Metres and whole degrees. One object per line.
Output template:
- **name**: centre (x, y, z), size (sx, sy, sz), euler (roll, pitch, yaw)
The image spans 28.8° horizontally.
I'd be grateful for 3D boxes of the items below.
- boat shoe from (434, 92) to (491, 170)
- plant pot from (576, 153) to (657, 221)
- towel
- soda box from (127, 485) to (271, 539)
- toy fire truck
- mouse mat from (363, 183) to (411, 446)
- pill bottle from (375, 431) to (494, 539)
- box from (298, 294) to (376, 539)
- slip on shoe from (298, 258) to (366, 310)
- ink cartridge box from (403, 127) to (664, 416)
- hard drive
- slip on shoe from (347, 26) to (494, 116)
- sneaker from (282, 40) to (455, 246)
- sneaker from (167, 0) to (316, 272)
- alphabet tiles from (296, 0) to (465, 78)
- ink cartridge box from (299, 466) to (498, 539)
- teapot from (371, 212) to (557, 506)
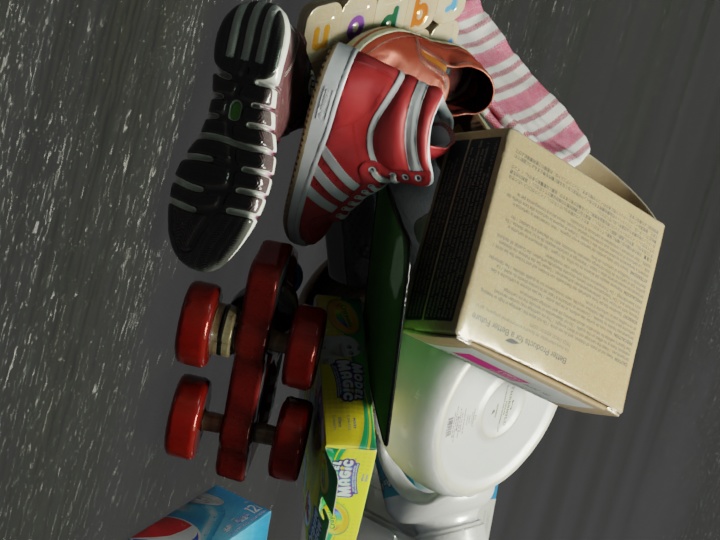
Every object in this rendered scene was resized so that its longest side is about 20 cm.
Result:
- **boat shoe**: centre (0.109, -0.076, 1.224), size (0.075, 0.074, 0.204), euler (49, 19, -40)
- **plant pot**: centre (0.168, -0.015, 1.407), size (0.201, 0.187, 0.187), euler (-55, 162, 21)
- **towel**: centre (0.138, -0.174, 1.321), size (0.030, 0.201, 0.146), euler (-42, 176, 28)
- **soda box**: centre (-0.156, 0.253, 1.169), size (0.199, 0.064, 0.069), euler (-25, 131, -58)
- **toy fire truck**: centre (-0.085, 0.066, 1.151), size (0.168, 0.110, 0.203), euler (-75, 176, -67)
- **mouse mat**: centre (0.019, 0.024, 1.107), size (0.200, 0.007, 0.163), euler (-101, -163, -68)
- **pill bottle**: centre (0.066, 0.169, 1.353), size (0.110, 0.110, 0.203), euler (6, 69, -65)
- **box**: centre (-0.021, 0.130, 1.165), size (0.201, 0.048, 0.118), euler (-93, -169, -48)
- **slip on shoe**: centre (0.000, 0.000, 1.299), size (0.200, 0.076, 0.061), euler (-44, 155, -32)
- **ink cartridge box**: centre (0.138, 0.004, 1.098), size (0.199, 0.075, 0.167), euler (27, 75, -37)
- **hard drive**: centre (0.041, -0.052, 1.279), size (0.198, 0.042, 0.137), euler (-6, 89, -46)
- **slip on shoe**: centre (0.044, -0.157, 1.164), size (0.199, 0.061, 0.075), euler (-6, 127, -50)
- **sneaker**: centre (0.007, -0.078, 1.090), size (0.201, 0.111, 0.072), euler (107, 4, -49)
- **sneaker**: centre (-0.075, -0.094, 1.062), size (0.115, 0.075, 0.203), euler (6, 102, -69)
- **alphabet tiles**: centre (0.016, -0.193, 1.163), size (0.199, 0.015, 0.198), euler (-25, 138, -41)
- **ink cartridge box**: centre (0.043, 0.265, 1.506), size (0.200, 0.143, 0.149), euler (-36, 141, -52)
- **teapot**: centre (0.073, 0.091, 1.220), size (0.201, 0.145, 0.198), euler (-52, 139, -10)
